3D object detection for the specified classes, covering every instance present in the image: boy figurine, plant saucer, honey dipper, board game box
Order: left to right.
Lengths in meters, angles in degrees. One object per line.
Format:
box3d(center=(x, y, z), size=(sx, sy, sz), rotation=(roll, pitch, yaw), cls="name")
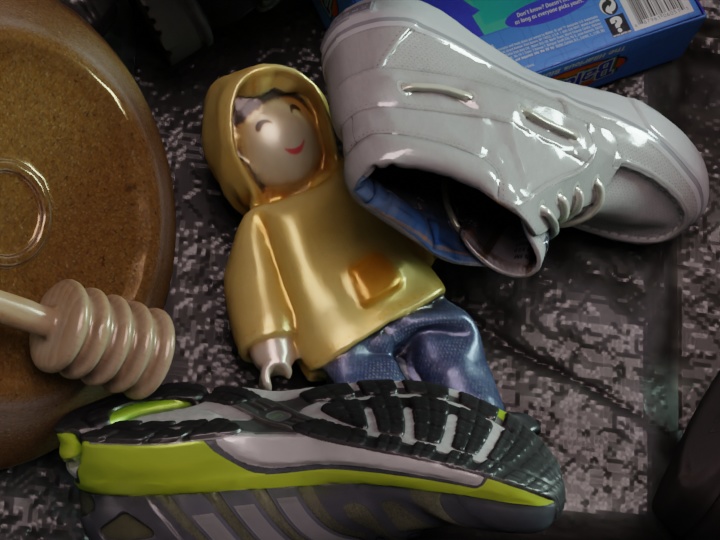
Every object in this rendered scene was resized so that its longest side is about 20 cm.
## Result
box3d(center=(-0.160, 0.006, 1.084), size=(0.199, 0.038, 0.038), rotation=(19, 60, -33), cls="honey dipper")
box3d(center=(-0.147, -0.021, 1.140), size=(0.199, 0.035, 0.201), rotation=(2, 86, -36), cls="plant saucer")
box3d(center=(0.000, 0.000, 1.204), size=(0.124, 0.064, 0.201), rotation=(-24, 77, -20), cls="boy figurine")
box3d(center=(0.041, -0.165, 1.296), size=(0.151, 0.045, 0.201), rotation=(-19, 72, -19), cls="board game box")

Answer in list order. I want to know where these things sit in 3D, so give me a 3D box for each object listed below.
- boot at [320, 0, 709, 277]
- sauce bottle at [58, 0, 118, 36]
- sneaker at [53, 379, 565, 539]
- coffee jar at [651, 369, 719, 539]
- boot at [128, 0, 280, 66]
box3d(center=(0.067, -0.032, 1.194), size=(0.199, 0.074, 0.096), rotation=(22, 45, -30), cls="boot")
box3d(center=(-0.172, -0.049, 1.185), size=(0.065, 0.065, 0.200), rotation=(37, 62, 4), cls="sauce bottle")
box3d(center=(-0.018, 0.090, 1.133), size=(0.199, 0.081, 0.074), rotation=(2, 21, 14), cls="sneaker")
box3d(center=(0.224, 0.108, 1.196), size=(0.199, 0.085, 0.105), rotation=(32, 67, 1), cls="coffee jar")
box3d(center=(-0.050, -0.199, 1.180), size=(0.157, 0.212, 0.080), rotation=(-28, 39, -5), cls="boot")
